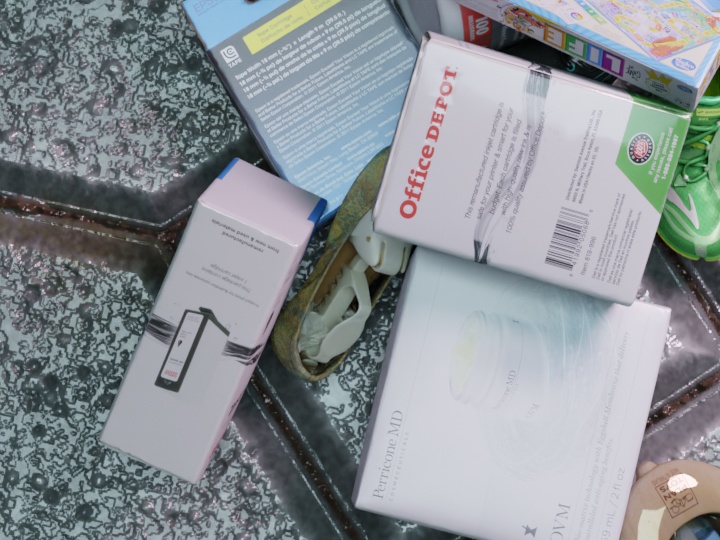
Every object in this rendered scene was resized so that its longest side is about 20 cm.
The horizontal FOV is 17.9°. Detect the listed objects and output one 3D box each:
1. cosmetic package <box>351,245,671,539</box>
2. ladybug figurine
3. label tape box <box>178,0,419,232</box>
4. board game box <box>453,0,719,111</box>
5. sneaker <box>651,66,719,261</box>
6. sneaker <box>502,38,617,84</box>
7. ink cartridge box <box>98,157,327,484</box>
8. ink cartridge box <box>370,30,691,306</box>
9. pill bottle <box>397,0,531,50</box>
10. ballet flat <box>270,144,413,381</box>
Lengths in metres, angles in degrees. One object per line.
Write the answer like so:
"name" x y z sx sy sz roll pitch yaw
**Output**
"cosmetic package" 0.110 0.104 1.724 0.198 0.123 0.201 13 86 1
"ladybug figurine" 0.259 0.233 1.734 0.135 0.072 0.201 -26 92 -15
"label tape box" -0.028 -0.152 1.766 0.144 0.063 0.201 -31 87 -2
"board game box" 0.179 -0.214 1.639 0.199 0.034 0.135 27 69 14
"sneaker" 0.253 -0.107 1.757 0.073 0.084 0.202 -3 85 1
"sneaker" 0.183 -0.176 1.694 0.198 0.079 0.076 -19 56 1
"ink cartridge box" -0.108 0.035 1.684 0.084 0.146 0.201 24 107 0
"ink cartridge box" 0.118 -0.075 1.645 0.198 0.083 0.148 17 100 -4
"pill bottle" 0.132 -0.239 1.740 0.199 0.116 0.117 -20 87 -13
"ballet flat" 0.000 0.000 1.725 0.070 0.071 0.201 33 108 1
